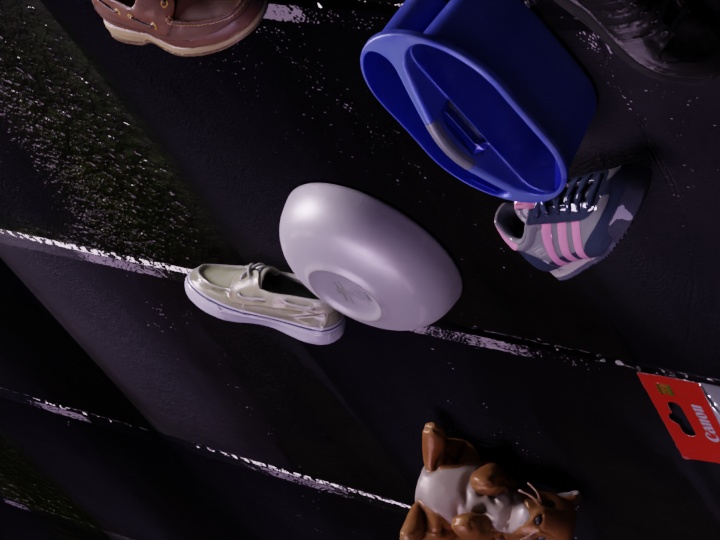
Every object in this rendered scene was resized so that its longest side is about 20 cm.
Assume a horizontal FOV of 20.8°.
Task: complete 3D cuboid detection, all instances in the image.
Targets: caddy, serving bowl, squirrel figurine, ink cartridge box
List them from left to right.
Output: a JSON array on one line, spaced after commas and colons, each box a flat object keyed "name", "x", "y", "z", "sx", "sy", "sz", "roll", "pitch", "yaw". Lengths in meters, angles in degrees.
[{"name": "serving bowl", "x": 0.000, "y": 0.000, "z": 1.957, "sx": 0.200, "sy": 0.066, "sz": 0.200, "roll": 25, "pitch": 155, "yaw": 12}, {"name": "caddy", "x": 0.090, "y": -0.133, "z": 1.534, "sx": 0.200, "sy": 0.105, "sz": 0.141, "roll": 45, "pitch": 154, "yaw": -29}, {"name": "squirrel figurine", "x": 0.164, "y": 0.279, "z": 2.270, "sx": 0.186, "sy": 0.142, "sz": 0.200, "roll": 10, "pitch": 165, "yaw": 19}, {"name": "ink cartridge box", "x": 0.368, "y": 0.174, "z": 1.884, "sx": 0.200, "sy": 0.050, "sz": 0.162, "roll": 8, "pitch": 148, "yaw": 36}]

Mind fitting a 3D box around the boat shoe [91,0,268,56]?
[{"name": "boat shoe", "x": -0.165, "y": -0.232, "z": 1.685, "sx": 0.200, "sy": 0.072, "sz": 0.068, "roll": 11, "pitch": 152, "yaw": 43}]

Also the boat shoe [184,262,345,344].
[{"name": "boat shoe", "x": -0.104, "y": 0.022, "z": 2.141, "sx": 0.200, "sy": 0.072, "sz": 0.062, "roll": 16, "pitch": 128, "yaw": 24}]

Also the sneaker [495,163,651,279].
[{"name": "sneaker", "x": 0.172, "y": -0.049, "z": 1.631, "sx": 0.082, "sy": 0.070, "sz": 0.200, "roll": 29, "pitch": 156, "yaw": -7}]

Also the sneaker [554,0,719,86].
[{"name": "sneaker", "x": 0.178, "y": -0.205, "z": 1.346, "sx": 0.200, "sy": 0.060, "sz": 0.104, "roll": 34, "pitch": 161, "yaw": 1}]

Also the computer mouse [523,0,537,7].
[{"name": "computer mouse", "x": 0.063, "y": -0.253, "z": 1.362, "sx": 0.139, "sy": 0.053, "sz": 0.200, "roll": 59, "pitch": 162, "yaw": -21}]
